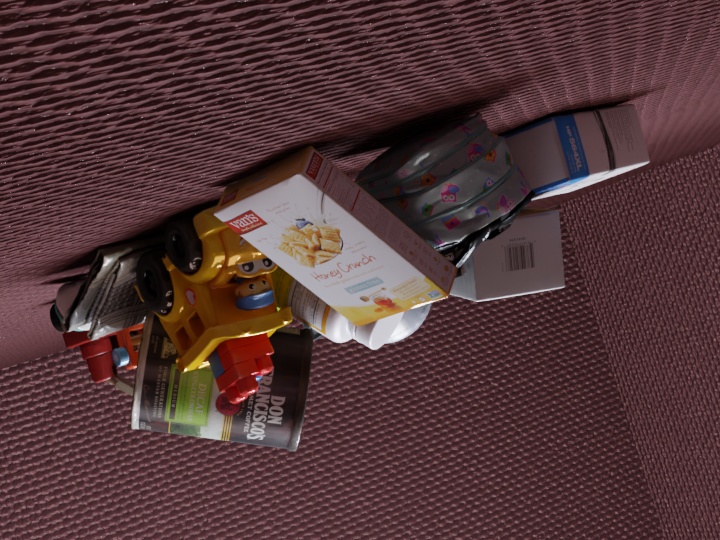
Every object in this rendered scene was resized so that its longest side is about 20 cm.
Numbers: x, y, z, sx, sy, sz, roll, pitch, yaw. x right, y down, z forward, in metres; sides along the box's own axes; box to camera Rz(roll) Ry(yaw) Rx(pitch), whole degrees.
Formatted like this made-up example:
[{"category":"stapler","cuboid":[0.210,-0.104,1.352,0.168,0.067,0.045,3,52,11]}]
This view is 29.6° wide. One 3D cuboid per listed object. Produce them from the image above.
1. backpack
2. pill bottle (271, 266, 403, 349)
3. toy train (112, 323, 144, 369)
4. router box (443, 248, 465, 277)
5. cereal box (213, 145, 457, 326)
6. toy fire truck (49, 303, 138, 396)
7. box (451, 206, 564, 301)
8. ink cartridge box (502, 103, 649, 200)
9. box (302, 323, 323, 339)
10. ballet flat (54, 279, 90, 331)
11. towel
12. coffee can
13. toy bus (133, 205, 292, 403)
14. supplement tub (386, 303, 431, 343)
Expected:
[{"category":"backpack","cuboid":[0.075,-0.075,1.357,0.167,0.127,0.200,-43,-167,-24]},{"category":"pill bottle","cuboid":[-0.046,0.013,1.637,0.109,0.199,0.110,-48,157,-29]},{"category":"toy train","cuboid":[-0.247,0.049,1.753,0.199,0.151,0.055,-21,-178,-36]},{"category":"router box","cuboid":[0.056,-0.049,1.642,0.062,0.151,0.200,-18,177,-10]},{"category":"cereal box","cuboid":[-0.024,-0.028,1.302,0.143,0.200,0.040,-21,-140,49]},{"category":"toy fire truck","cuboid":[-0.346,0.121,2.039,0.128,0.202,0.176,-18,178,24]},{"category":"box","cuboid":[0.155,-0.027,1.721,0.123,0.098,0.200,-9,-172,-19]},{"category":"ink cartridge box","cuboid":[0.251,-0.143,1.721,0.145,0.085,0.199,-19,176,43]},{"category":"box","cuboid":[0.018,0.016,2.094,0.163,0.087,0.200,-18,168,-48]},{"category":"ballet flat","cuboid":[-0.345,0.032,1.785,0.069,0.070,0.200,-18,-178,5]},{"category":"towel","cuboid":[-0.242,0.013,1.608,0.199,0.035,0.193,-14,159,-33]},{"category":"coffee can","cuboid":[-0.164,0.129,1.626,0.198,0.148,0.146,8,175,-5]},{"category":"toy bus","cuboid":[-0.139,0.037,1.480,0.135,0.193,0.200,-12,161,-35]},{"category":"supplement tub","cuboid":[0.000,0.000,1.807,0.122,0.123,0.200,-18,139,28]}]
